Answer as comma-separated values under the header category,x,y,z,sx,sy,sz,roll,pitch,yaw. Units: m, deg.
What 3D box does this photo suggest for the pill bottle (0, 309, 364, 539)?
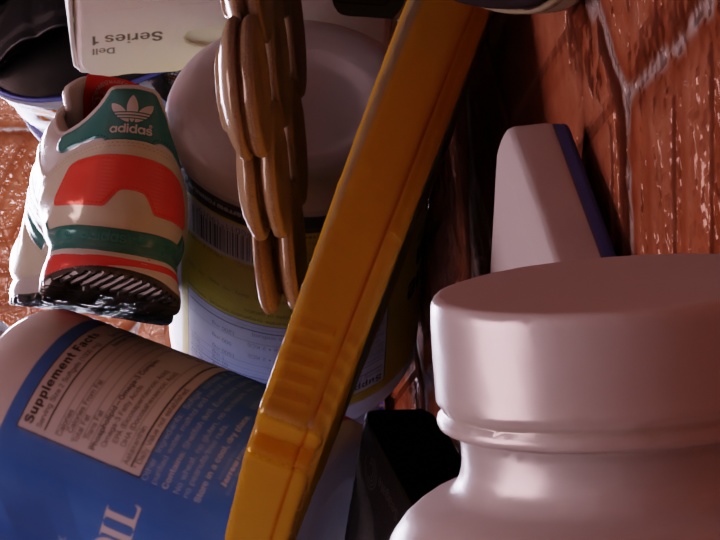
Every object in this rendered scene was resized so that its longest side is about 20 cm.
category,x,y,z,sx,sy,sz,roll,pitch,yaw
pill bottle,-0.101,0.082,1.109,0.112,0.199,0.112,-53,-26,-40

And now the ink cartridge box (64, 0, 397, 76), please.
category,x,y,z,sx,sy,sz,roll,pitch,yaw
ink cartridge box,-0.067,-0.192,1.212,0.084,0.146,0.201,95,166,-54

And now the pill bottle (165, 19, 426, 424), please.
category,x,y,z,sx,sy,sz,roll,pitch,yaw
pill bottle,-0.028,-0.002,1.187,0.200,0.112,0.112,93,168,-47

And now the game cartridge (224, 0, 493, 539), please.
category,x,y,z,sx,sy,sz,roll,pitch,yaw
game cartridge,0.000,0.000,0.972,0.176,0.032,0.201,106,-178,-70

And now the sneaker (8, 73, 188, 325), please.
category,x,y,z,sx,sy,sz,roll,pitch,yaw
sneaker,-0.103,-0.029,1.125,0.200,0.070,0.094,163,115,-79

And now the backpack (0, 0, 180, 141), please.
category,x,y,z,sx,sy,sz,roll,pitch,yaw
backpack,-0.103,-0.146,1.352,0.154,0.190,0.201,66,-168,-59

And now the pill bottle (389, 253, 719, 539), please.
category,x,y,z,sx,sy,sz,roll,pitch,yaw
pill bottle,0.062,0.101,0.595,0.111,0.111,0.201,-141,46,-79

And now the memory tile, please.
category,x,y,z,sx,sy,sz,roll,pitch,yaw
memory tile,-0.037,-0.098,1.024,0.153,0.017,0.201,78,-171,-57

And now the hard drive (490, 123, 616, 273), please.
category,x,y,z,sx,sy,sz,roll,pitch,yaw
hard drive,0.071,0.069,0.823,0.200,0.025,0.132,-105,12,-48

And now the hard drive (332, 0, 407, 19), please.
category,x,y,z,sx,sy,sz,roll,pitch,yaw
hard drive,0.000,-0.205,1.031,0.200,0.033,0.140,-103,19,-54

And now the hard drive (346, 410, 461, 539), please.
category,x,y,z,sx,sy,sz,roll,pitch,yaw
hard drive,0.021,0.173,1.028,0.140,0.033,0.201,-120,34,-56

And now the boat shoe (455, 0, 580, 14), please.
category,x,y,z,sx,sy,sz,roll,pitch,yaw
boat shoe,0.003,-0.123,0.879,0.200,0.065,0.072,36,134,53

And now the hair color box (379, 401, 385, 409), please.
category,x,y,z,sx,sy,sz,roll,pitch,yaw
hair color box,-0.025,0.106,1.423,0.110,0.065,0.200,-103,9,-47
